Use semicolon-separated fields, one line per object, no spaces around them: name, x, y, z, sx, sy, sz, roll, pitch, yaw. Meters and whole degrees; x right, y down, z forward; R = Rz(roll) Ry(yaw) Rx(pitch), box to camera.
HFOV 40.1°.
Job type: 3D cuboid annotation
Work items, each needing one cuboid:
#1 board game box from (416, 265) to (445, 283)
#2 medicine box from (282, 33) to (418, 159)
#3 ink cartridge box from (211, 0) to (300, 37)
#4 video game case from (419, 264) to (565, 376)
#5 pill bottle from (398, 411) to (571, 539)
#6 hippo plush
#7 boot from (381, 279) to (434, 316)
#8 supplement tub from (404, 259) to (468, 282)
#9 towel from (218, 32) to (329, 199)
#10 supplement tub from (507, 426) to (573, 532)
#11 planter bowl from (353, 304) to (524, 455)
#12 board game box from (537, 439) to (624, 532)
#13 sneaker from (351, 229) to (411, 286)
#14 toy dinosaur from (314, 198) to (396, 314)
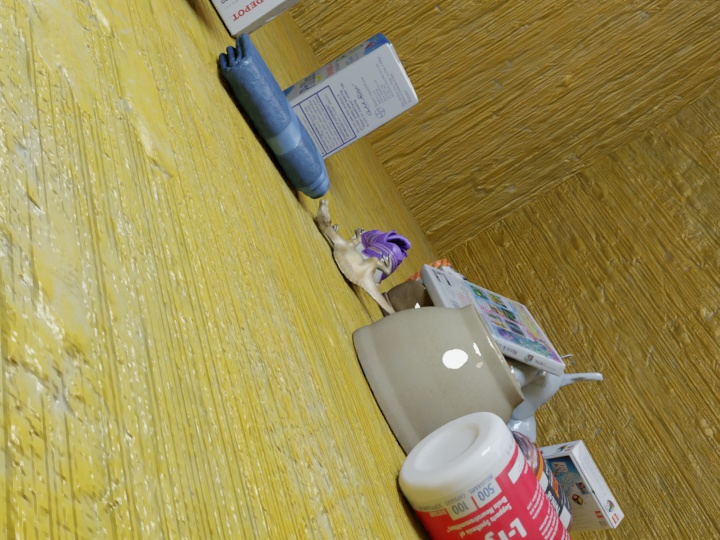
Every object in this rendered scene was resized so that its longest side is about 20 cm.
board game box;0.135;0.109;1.544;0.202;0.102;0.105;60;7;-2
medicine box;-0.022;-0.272;1.546;0.104;0.197;0.183;59;6;-17
ink cartridge box;-0.175;-0.468;1.450;0.202;0.145;0.083;58;8;-8
video game case;0.182;0.067;1.394;0.179;0.024;0.201;23;17;-16
pill bottle;0.127;0.241;0.895;0.202;0.111;0.112;59;7;-11
hippo plush;0.209;0.187;1.432;0.197;0.164;0.159;8;14;-30
boot;0.099;0.107;1.415;0.203;0.075;0.074;63;5;12
supplement tub;0.158;0.091;1.712;0.203;0.121;0.122;62;7;13
towel;-0.106;-0.184;1.208;0.202;0.048;0.112;58;7;-28
supplement tub;0.210;0.290;1.330;0.201;0.106;0.108;55;8;-38
planter bowl;0.097;0.122;1.083;0.202;0.133;0.201;59;8;-13
board game box;0.275;0.324;1.446;0.199;0.034;0.128;-25;-84;52
sneaker;0.037;-0.024;1.456;0.081;0.082;0.200;59;6;-12
toy dinosaur;0.000;0.000;1.279;0.201;0.058;0.101;54;21;5
